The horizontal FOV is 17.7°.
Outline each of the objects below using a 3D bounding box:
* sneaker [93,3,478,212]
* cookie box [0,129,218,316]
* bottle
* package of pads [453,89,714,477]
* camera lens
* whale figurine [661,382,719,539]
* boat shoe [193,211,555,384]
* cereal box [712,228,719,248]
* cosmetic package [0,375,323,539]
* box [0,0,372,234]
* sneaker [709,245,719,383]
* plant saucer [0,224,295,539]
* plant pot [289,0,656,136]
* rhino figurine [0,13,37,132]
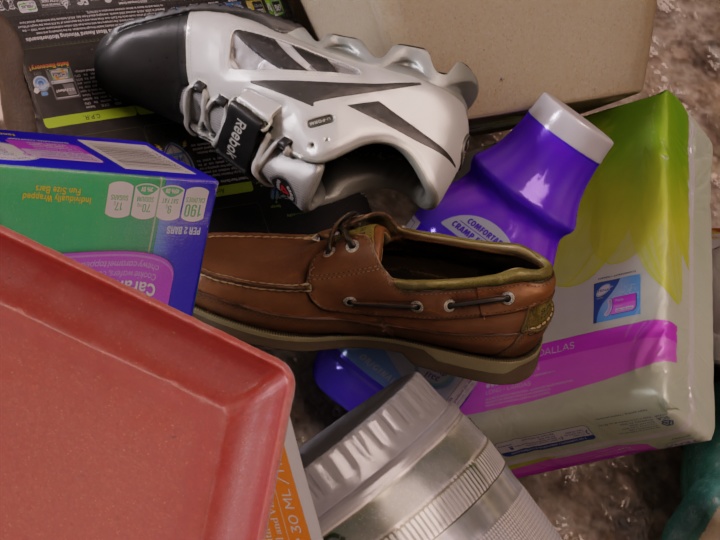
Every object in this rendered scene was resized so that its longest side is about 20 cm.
[{"bbox_3d":[-0.043,-0.077,1.181,0.199,0.074,0.089,9,59,4],"label":"sneaker"},{"bbox_3d":[-0.170,0.040,1.059,0.171,0.075,0.201,3,106,-35],"label":"cookie box"},{"bbox_3d":[0.059,-0.002,1.244,0.083,0.200,0.065,37,9,4],"label":"bottle"},{"bbox_3d":[0.119,0.012,1.304,0.068,0.154,0.201,37,49,-44],"label":"package of pads"},{"bbox_3d":[0.030,0.173,1.151,0.200,0.160,0.160,53,48,-1],"label":"camera lens"},{"bbox_3d":[0.221,0.111,1.341,0.104,0.159,0.200,40,36,19],"label":"whale figurine"},{"bbox_3d":[0.000,0.000,1.175,0.199,0.068,0.072,8,37,-4],"label":"boat shoe"},{"bbox_3d":[0.275,0.017,1.400,0.144,0.200,0.040,0,106,-37],"label":"cereal box"},{"bbox_3d":[-0.120,0.103,0.995,0.200,0.071,0.102,1,60,-36],"label":"cosmetic package"},{"bbox_3d":[-0.099,-0.068,1.258,0.200,0.047,0.194,-12,78,-40],"label":"box"},{"bbox_3d":[0.201,0.016,1.336,0.073,0.200,0.085,32,84,-37],"label":"sneaker"},{"bbox_3d":[-0.132,0.084,0.923,0.199,0.037,0.200,26,47,-19],"label":"plant saucer"},{"bbox_3d":[0.061,-0.167,1.312,0.199,0.200,0.178,-10,90,-16],"label":"plant pot"},{"bbox_3d":[-0.187,-0.041,1.149,0.060,0.087,0.201,-4,70,-37],"label":"rhino figurine"}]
